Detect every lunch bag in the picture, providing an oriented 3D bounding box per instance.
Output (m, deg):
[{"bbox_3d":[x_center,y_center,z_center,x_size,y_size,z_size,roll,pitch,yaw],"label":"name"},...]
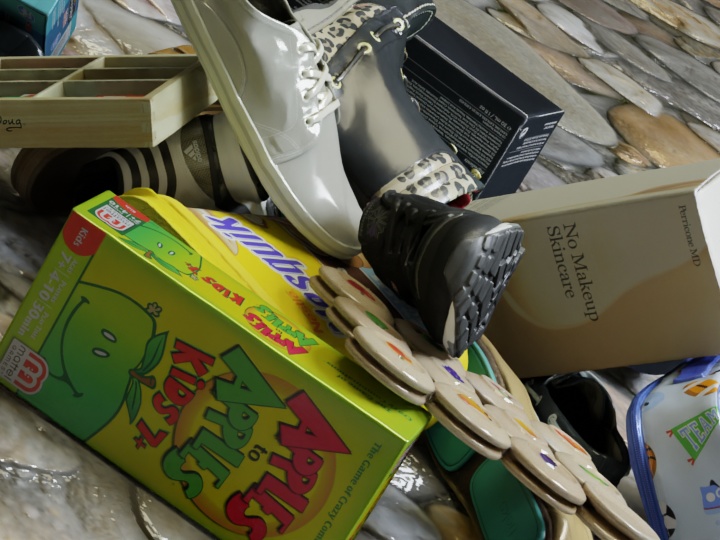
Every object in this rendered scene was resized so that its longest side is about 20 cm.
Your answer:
[{"bbox_3d":[0.217,0.121,1.447,0.200,0.075,0.161,-24,97,-68],"label":"lunch bag"}]

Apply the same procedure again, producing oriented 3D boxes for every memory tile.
[{"bbox_3d":[0.063,0.072,1.275,0.200,0.017,0.153,36,7,-18],"label":"memory tile"}]

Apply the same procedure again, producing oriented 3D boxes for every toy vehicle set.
[{"bbox_3d":[-0.190,-0.094,1.375,0.198,0.027,0.124,0,16,13],"label":"toy vehicle set"}]

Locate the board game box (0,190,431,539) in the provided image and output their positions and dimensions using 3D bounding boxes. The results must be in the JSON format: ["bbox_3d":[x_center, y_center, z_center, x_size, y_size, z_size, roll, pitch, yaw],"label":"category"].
[{"bbox_3d":[-0.076,0.061,1.225,0.199,0.102,0.048,34,20,7],"label":"board game box"}]

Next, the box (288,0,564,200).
[{"bbox_3d":[0.015,-0.105,1.680,0.200,0.142,0.079,38,19,16],"label":"box"}]

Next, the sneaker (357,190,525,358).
[{"bbox_3d":[0.034,-0.004,1.326,0.087,0.076,0.200,28,-2,5],"label":"sneaker"}]

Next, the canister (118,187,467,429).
[{"bbox_3d":[-0.047,0.029,1.366,0.149,0.087,0.199,45,22,29],"label":"canister"}]

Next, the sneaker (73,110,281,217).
[{"bbox_3d":[-0.109,-0.046,1.463,0.201,0.114,0.076,71,7,-76],"label":"sneaker"}]

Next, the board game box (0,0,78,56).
[{"bbox_3d":[-0.268,-0.203,1.520,0.199,0.047,0.151,30,-13,-2],"label":"board game box"}]

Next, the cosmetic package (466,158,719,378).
[{"bbox_3d":[0.143,0.002,1.478,0.071,0.199,0.106,-32,106,-50],"label":"cosmetic package"}]

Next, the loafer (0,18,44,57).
[{"bbox_3d":[-0.284,-0.152,1.485,0.199,0.073,0.072,32,-2,-12],"label":"loafer"}]

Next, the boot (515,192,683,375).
[{"bbox_3d":[0.147,0.010,1.738,0.199,0.075,0.097,37,3,11],"label":"boot"}]

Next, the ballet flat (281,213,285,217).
[{"bbox_3d":[0.000,0.000,1.550,0.070,0.067,0.200,47,8,-37],"label":"ballet flat"}]

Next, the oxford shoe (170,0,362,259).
[{"bbox_3d":[-0.041,-0.098,1.360,0.201,0.057,0.075,63,18,-11],"label":"oxford shoe"}]

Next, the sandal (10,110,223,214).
[{"bbox_3d":[-0.138,-0.081,1.500,0.211,0.078,0.070,-6,44,-50],"label":"sandal"}]

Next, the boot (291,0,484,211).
[{"bbox_3d":[0.020,-0.097,1.515,0.154,0.073,0.203,49,33,8],"label":"boot"}]

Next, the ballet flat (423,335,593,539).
[{"bbox_3d":[0.083,0.112,1.404,0.063,0.069,0.201,28,28,-35],"label":"ballet flat"}]

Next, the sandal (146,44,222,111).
[{"bbox_3d":[-0.099,-0.114,1.575,0.198,0.054,0.080,8,-12,6],"label":"sandal"}]

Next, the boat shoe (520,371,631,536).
[{"bbox_3d":[0.129,0.092,1.506,0.075,0.061,0.200,25,21,-17],"label":"boat shoe"}]
